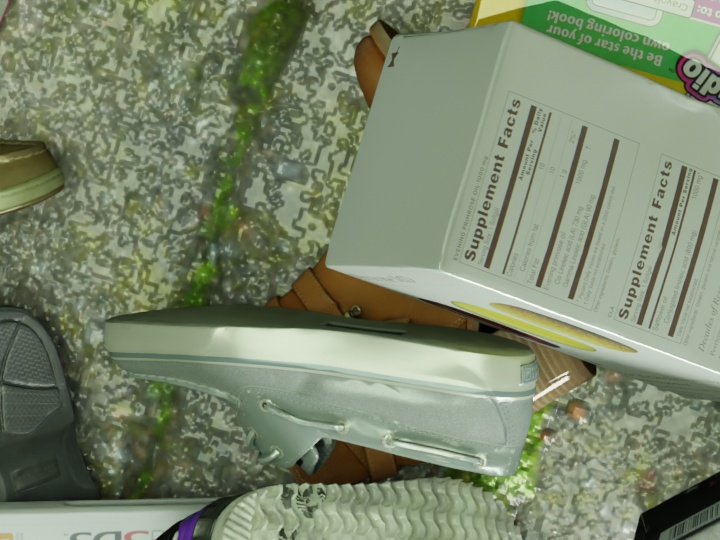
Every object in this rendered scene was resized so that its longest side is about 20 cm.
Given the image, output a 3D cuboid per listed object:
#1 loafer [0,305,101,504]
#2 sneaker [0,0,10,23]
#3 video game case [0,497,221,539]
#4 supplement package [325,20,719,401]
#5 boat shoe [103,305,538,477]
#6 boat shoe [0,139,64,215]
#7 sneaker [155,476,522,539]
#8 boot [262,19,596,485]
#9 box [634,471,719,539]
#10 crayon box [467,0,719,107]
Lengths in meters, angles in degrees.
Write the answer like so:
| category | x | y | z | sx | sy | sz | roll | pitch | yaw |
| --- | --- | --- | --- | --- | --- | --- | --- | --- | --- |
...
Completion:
| category | x | y | z | sx | sy | sz | roll | pitch | yaw |
| --- | --- | --- | --- | --- | --- | --- | --- | --- | --- |
| loafer | -0.163 | 0.111 | 1.383 | 0.072 | 0.063 | 0.200 | -12 | 102 | -22 |
| sneaker | -0.262 | -0.160 | 1.336 | 0.200 | 0.088 | 0.082 | 18 | 99 | 4 |
| video game case | -0.098 | 0.207 | 1.367 | 0.181 | 0.023 | 0.200 | 0 | 98 | -15 |
| supplement package | 0.105 | -0.021 | 1.248 | 0.200 | 0.114 | 0.110 | 20 | 82 | -24 |
| boat shoe | -0.021 | 0.057 | 1.286 | 0.200 | 0.070 | 0.072 | 6 | 98 | 15 |
| boat shoe | -0.239 | -0.057 | 1.357 | 0.200 | 0.073 | 0.063 | 2 | 102 | 14 |
| sneaker | -0.014 | 0.134 | 1.330 | 0.099 | 0.200 | 0.070 | -19 | 68 | 45 |
| boot | 0.000 | 0.000 | 1.336 | 0.155 | 0.074 | 0.200 | -26 | 91 | 13 |
| box | 0.235 | 0.125 | 1.292 | 0.200 | 0.132 | 0.115 | -30 | 92 | 10 |
| crayon box | 0.163 | -0.149 | 1.303 | 0.200 | 0.058 | 0.173 | 16 | 100 | 5 |
